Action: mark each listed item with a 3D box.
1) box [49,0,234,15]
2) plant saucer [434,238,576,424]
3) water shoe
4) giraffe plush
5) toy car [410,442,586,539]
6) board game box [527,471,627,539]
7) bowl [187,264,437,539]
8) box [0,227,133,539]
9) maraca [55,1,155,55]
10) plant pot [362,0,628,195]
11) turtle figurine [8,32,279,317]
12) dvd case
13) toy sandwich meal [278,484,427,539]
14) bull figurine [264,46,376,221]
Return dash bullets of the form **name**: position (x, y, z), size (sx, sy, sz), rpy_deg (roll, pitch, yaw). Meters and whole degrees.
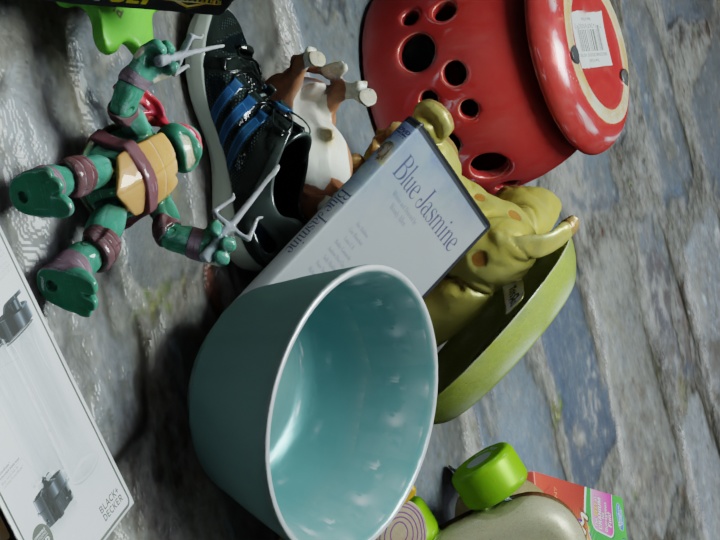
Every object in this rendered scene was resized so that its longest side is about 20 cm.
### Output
- **box**: position (-0.175, -0.248, 1.398), size (0.199, 0.049, 0.160), rpy_deg (3, 73, -22)
- **plant saucer**: position (0.107, 0.053, 1.768), size (0.031, 0.200, 0.200), rpy_deg (43, 33, -5)
- **water shoe**: position (-0.070, -0.102, 1.620), size (0.071, 0.079, 0.201), rpy_deg (1, 77, -63)
- **giraffe plush**: position (0.058, -0.048, 1.765), size (0.162, 0.173, 0.200), rpy_deg (46, -3, -9)
- **toy car**: position (0.099, 0.220, 1.777), size (0.165, 0.157, 0.200), rpy_deg (58, 5, -8)
- **board game box**: position (0.186, 0.268, 1.988), size (0.200, 0.040, 0.154), rpy_deg (22, 59, -59)
- **bowl**: position (-0.043, 0.087, 1.518), size (0.201, 0.105, 0.202), rpy_deg (-22, 117, -53)
- **box**: position (-0.215, 0.083, 1.272), size (0.201, 0.060, 0.117), rpy_deg (67, 28, -20)
- **maraca**: position (-0.156, -0.230, 1.485), size (0.137, 0.107, 0.201), rpy_deg (46, 42, -32)
- **plant pot**: position (0.124, -0.167, 1.922), size (0.200, 0.182, 0.201), rpy_deg (33, 52, -55)
- **turtle figurine**: position (-0.140, -0.060, 1.446), size (0.200, 0.100, 0.150), rpy_deg (-41, 106, -46)
- **dvd case**: position (0.000, 0.000, 1.618), size (0.200, 0.018, 0.143), rpy_deg (-47, 140, -7)
- **toy sandwich meal**: position (0.007, 0.240, 1.585), size (0.205, 0.070, 0.206), rpy_deg (13, 74, -49)
- **bull figurine**: position (-0.030, -0.067, 1.666), size (0.065, 0.121, 0.201), rpy_deg (-6, 73, -32)
